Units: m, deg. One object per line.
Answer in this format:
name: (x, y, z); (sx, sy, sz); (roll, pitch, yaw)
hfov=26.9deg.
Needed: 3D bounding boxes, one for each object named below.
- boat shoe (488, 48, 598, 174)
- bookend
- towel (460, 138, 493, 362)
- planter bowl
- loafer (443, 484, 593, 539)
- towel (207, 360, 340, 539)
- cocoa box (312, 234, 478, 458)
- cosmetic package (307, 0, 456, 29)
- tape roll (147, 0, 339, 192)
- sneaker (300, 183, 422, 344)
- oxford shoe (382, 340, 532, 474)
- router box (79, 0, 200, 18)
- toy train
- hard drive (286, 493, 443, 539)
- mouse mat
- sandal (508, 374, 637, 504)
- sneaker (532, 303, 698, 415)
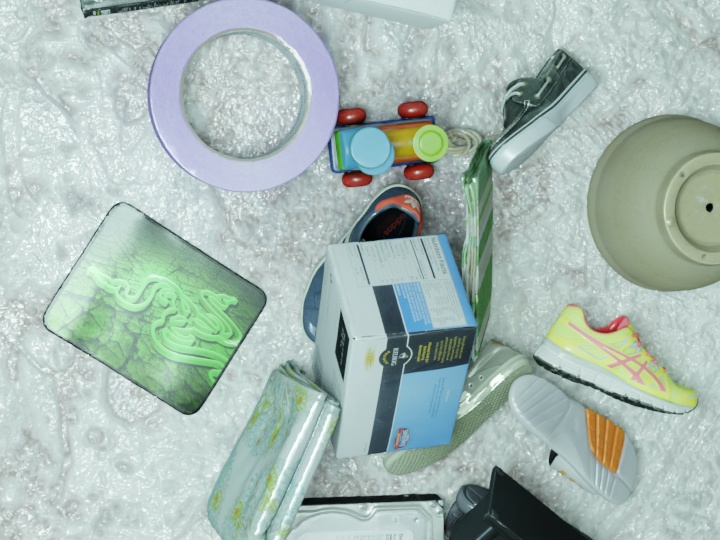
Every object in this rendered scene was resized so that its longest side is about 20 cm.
boat shoe: (0.181, -0.172, 1.618); (0.071, 0.072, 0.200); (44, 46, 1)
bookend: (0.154, 0.354, 1.638); (0.200, 0.092, 0.199); (40, 116, -9)
towel: (0.122, -0.023, 1.593); (0.023, 0.153, 0.202); (2, 110, 12)
planter bowl: (0.364, -0.070, 1.655); (0.198, 0.135, 0.202); (-1, 96, -10)
loafer: (0.188, 0.308, 1.699); (0.199, 0.072, 0.063); (26, 113, -6)
towel: (-0.094, 0.201, 1.577); (0.048, 0.171, 0.201); (24, 90, -18)
cocoa box: (0.032, 0.080, 1.559); (0.130, 0.134, 0.201); (-6, 139, -13)
cosmetic package: (0.010, -0.374, 1.568); (0.198, 0.123, 0.201); (12, 93, -10)
tape roll: (-0.124, -0.184, 1.590); (0.198, 0.066, 0.202); (-1, 95, -11)
sneaker: (0.000, 0.000, 1.611); (0.075, 0.085, 0.201); (28, 101, -14)
oxford shoe: (0.101, 0.152, 1.669); (0.200, 0.075, 0.058); (-42, 59, 3)
router box: (-0.230, -0.372, 1.555); (0.149, 0.062, 0.202); (-10, 97, -8)
toy train: (0.070, -0.138, 1.604); (0.198, 0.116, 0.085); (-7, 97, -10)
hard drive: (-0.006, 0.322, 1.672); (0.198, 0.038, 0.141); (0, 95, -11)
mouse mat: (-0.220, 0.042, 1.623); (0.199, 0.008, 0.162); (33, 89, -12)
sandal: (0.230, 0.184, 1.691); (0.206, 0.059, 0.079); (41, 63, -22)
sneaker: (0.298, 0.100, 1.689); (0.199, 0.078, 0.091); (24, 84, -13)
